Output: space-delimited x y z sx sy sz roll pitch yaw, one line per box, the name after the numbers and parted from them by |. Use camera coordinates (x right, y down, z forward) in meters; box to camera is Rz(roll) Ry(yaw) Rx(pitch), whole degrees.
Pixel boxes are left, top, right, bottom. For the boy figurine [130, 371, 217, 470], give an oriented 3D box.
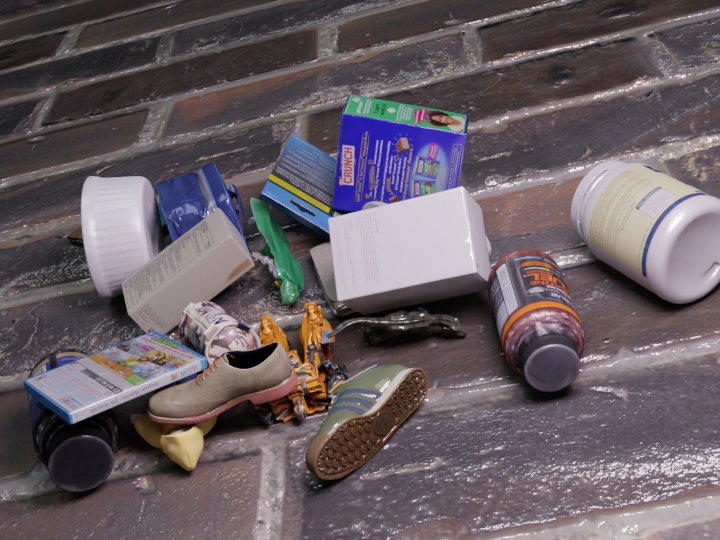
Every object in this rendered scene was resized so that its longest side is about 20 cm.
-0.248 0.192 1.442 0.122 0.065 0.201 -12 29 -4 | boy figurine

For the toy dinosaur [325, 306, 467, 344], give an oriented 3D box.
0.044 0.075 1.482 0.196 0.048 0.088 -4 -3 -10 | toy dinosaur

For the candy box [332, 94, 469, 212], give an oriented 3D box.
0.062 -0.172 1.711 0.196 0.172 0.077 9 32 2 | candy box

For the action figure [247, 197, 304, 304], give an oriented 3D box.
-0.130 -0.016 1.692 0.054 0.118 0.201 -36 39 10 | action figure

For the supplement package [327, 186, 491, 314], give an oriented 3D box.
0.071 -0.023 1.490 0.197 0.120 0.124 -12 75 17 | supplement package

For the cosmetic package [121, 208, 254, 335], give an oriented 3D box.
-0.269 0.006 1.674 0.199 0.071 0.106 -36 34 4 | cosmetic package

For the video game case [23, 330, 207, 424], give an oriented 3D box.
-0.319 0.135 1.407 0.198 0.018 0.142 -21 25 -35 | video game case

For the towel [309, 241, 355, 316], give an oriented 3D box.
0.000 0.000 1.654 0.130 0.035 0.201 -17 31 -4 | towel

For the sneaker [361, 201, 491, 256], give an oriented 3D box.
0.102 -0.054 1.629 0.199 0.075 0.115 33 36 30 | sneaker

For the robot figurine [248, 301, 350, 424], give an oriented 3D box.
-0.090 0.128 1.472 0.143 0.059 0.201 -17 32 3 | robot figurine

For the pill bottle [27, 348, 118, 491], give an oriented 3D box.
-0.385 0.201 1.445 0.110 0.113 0.200 -22 32 -9 | pill bottle

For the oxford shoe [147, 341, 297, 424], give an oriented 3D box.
-0.183 0.137 1.376 0.197 0.076 0.071 -17 32 -3 | oxford shoe

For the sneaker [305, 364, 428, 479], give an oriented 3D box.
-0.009 0.183 1.352 0.199 0.068 0.089 -37 30 -30 | sneaker

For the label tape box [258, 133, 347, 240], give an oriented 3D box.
-0.089 -0.123 1.781 0.143 0.064 0.201 30 36 -7 | label tape box

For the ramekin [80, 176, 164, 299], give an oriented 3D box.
-0.385 -0.059 1.771 0.096 0.203 0.202 -7 32 -1 | ramekin

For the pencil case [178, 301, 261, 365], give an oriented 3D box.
-0.201 0.093 1.510 0.077 0.090 0.200 -35 18 -14 | pencil case

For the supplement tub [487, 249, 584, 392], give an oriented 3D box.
0.226 0.066 1.379 0.105 0.108 0.201 -13 32 4 | supplement tub

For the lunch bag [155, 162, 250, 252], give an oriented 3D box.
-0.259 -0.090 1.812 0.130 0.138 0.201 -20 31 -7 | lunch bag

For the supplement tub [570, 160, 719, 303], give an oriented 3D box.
0.391 -0.059 1.457 0.143 0.147 0.200 -26 33 -16 | supplement tub

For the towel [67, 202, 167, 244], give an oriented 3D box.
-0.429 -0.084 1.993 0.197 0.022 0.147 7 38 36 | towel
